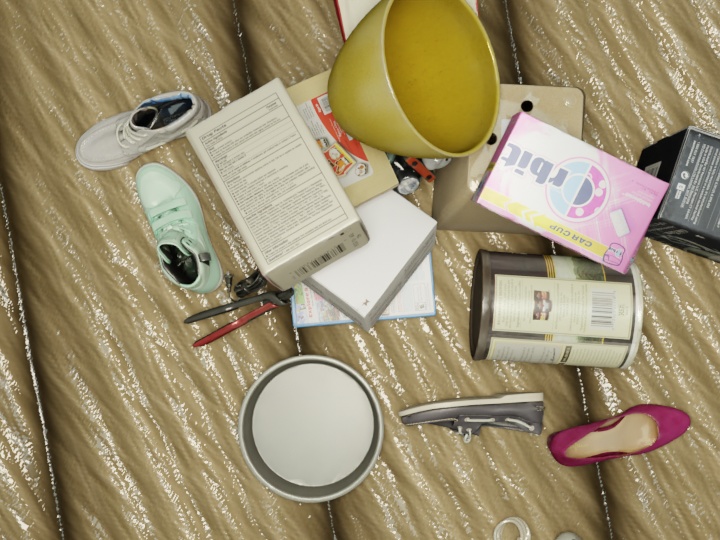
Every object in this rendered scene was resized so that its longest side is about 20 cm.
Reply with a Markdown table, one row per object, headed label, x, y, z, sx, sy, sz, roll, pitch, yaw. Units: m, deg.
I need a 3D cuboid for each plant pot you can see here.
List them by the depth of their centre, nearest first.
| label | x | y | z | sx | sy | sz | roll | pitch | yaw |
| --- | --- | --- | --- | --- | --- | --- | --- | --- | --- |
| plant pot | 0.045 | -0.216 | 1.009 | 0.142 | 0.200 | 0.201 | -9 | 88 | 45 |
| plant pot | 0.202 | -0.153 | 1.134 | 0.199 | 0.177 | 0.200 | 3 | 89 | 1 |

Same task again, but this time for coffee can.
| label | x | y | z | sx | sy | sz | roll | pitch | yaw |
| --- | --- | --- | --- | --- | --- | --- | --- | --- | --- |
| coffee can | 0.250 | 0.051 | 1.142 | 0.199 | 0.146 | 0.147 | 4 | 89 | 1 |

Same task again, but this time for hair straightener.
| label | x | y | z | sx | sy | sz | roll | pitch | yaw |
| --- | --- | --- | --- | --- | --- | --- | --- | --- | --- |
| hair straightener | -0.165 | 0.036 | 1.165 | 0.200 | 0.041 | 0.077 | -27 | 86 | 34 |

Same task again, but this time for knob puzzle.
| label | x | y | z | sx | sy | sz | roll | pitch | yaw |
| --- | --- | --- | --- | --- | --- | --- | --- | --- | --- |
| knob puzzle | -0.075 | -0.138 | 1.097 | 0.219 | 0.030 | 0.220 | -1 | 79 | 7 |

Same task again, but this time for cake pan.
| label | x | y | z | sx | sy | sz | roll | pitch | yaw |
| --- | --- | --- | --- | --- | --- | --- | --- | --- | --- |
| cake pan | -0.067 | 0.215 | 1.201 | 0.200 | 0.037 | 0.201 | 0 | 88 | 1 |

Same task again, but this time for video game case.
| label | x | y | z | sx | sy | sz | roll | pitch | yaw |
| --- | --- | --- | --- | --- | --- | --- | --- | --- | --- |
| video game case | 0.000 | 0.000 | 1.215 | 0.199 | 0.018 | 0.144 | -5 | 89 | 1 |

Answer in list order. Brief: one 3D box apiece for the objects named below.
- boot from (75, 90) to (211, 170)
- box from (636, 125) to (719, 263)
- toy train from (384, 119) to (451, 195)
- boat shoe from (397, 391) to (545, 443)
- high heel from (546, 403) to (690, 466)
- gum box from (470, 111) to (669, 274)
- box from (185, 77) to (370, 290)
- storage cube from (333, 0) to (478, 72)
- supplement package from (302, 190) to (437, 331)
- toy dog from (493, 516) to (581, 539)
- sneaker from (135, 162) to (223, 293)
| label | x | y | z | sx | sy | sz | roll | pitch | yaw |
| --- | --- | --- | --- | --- | --- | --- | --- | --- | --- |
| boot | -0.307 | -0.197 | 1.189 | 0.200 | 0.096 | 0.074 | -23 | 88 | 1 |
| box | 0.461 | -0.083 | 1.113 | 0.196 | 0.200 | 0.124 | 18 | 91 | 2 |
| toy train | 0.056 | -0.188 | 1.144 | 0.114 | 0.085 | 0.200 | -37 | 44 | 19 |
| boat shoe | 0.152 | 0.202 | 1.179 | 0.199 | 0.073 | 0.063 | -5 | 85 | -3 |
| high heel | 0.351 | 0.225 | 1.159 | 0.200 | 0.096 | 0.068 | -15 | 88 | 1 |
| gum box | 0.244 | -0.088 | 1.010 | 0.200 | 0.066 | 0.114 | 26 | 96 | -1 |
| box | -0.094 | -0.097 | 1.020 | 0.128 | 0.109 | 0.200 | -30 | 76 | 1 |
| storage cube | 0.048 | -0.358 | 1.107 | 0.171 | 0.200 | 0.180 | -12 | 47 | 1 |
| supplement package | -0.024 | -0.046 | 1.147 | 0.200 | 0.111 | 0.156 | 36 | 81 | 10 |
| toy dog | 0.223 | 0.440 | 1.157 | 0.132 | 0.096 | 0.200 | 19 | 89 | 2 |
| sneaker | -0.252 | -0.064 | 1.173 | 0.074 | 0.118 | 0.201 | -29 | 87 | 2 |
